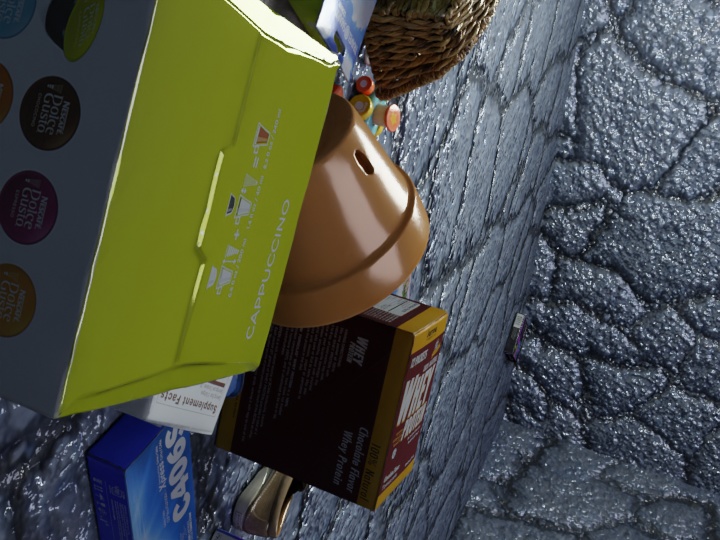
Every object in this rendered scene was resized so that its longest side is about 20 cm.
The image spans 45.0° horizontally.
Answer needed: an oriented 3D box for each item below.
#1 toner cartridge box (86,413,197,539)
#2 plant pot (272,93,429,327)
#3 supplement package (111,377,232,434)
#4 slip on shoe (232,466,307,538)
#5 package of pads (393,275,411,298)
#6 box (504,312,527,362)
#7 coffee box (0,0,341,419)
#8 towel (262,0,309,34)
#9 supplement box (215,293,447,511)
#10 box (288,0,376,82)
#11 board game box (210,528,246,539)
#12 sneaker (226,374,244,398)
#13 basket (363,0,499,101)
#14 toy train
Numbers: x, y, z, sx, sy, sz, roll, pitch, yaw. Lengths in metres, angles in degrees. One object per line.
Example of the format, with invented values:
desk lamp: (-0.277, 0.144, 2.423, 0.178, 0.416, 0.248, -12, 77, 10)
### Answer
toner cartridge box: (-0.198, 0.219, 0.808, 0.095, 0.043, 0.203, -49, 150, -50)
plant pot: (-0.048, -0.068, 0.807, 0.201, 0.197, 0.141, -60, 141, -35)
supplement package: (-0.147, 0.006, 0.658, 0.117, 0.115, 0.203, 45, 63, -70)
slip on shoe: (-0.092, 0.263, 1.129, 0.200, 0.060, 0.077, -50, 151, -51)
package of pads: (0.000, 0.000, 1.066, 0.076, 0.119, 0.202, -43, 150, -35)
box: (0.549, 0.238, 3.049, 0.200, 0.036, 0.145, 48, 60, -71)
coffee box: (-0.151, -0.060, 0.463, 0.200, 0.195, 0.203, 3, 103, -71)
towel: (-0.056, -0.271, 0.827, 0.134, 0.034, 0.201, 82, 30, -50)
supplement box: (-0.030, 0.122, 0.971, 0.132, 0.197, 0.201, -18, 122, -68)
box: (-0.011, -0.296, 0.807, 0.122, 0.047, 0.203, 40, 68, -71)
board game box: (-0.166, 0.422, 1.070, 0.201, 0.044, 0.136, 80, 31, -53)
sneaker: (-0.147, 0.071, 0.804, 0.200, 0.081, 0.075, 106, -21, -68)
basket: (0.094, -0.304, 0.976, 0.150, 0.140, 0.202, 67, 39, -55)
toy train: (0.000, -0.188, 1.028, 0.201, 0.055, 0.152, -55, 154, -45)
